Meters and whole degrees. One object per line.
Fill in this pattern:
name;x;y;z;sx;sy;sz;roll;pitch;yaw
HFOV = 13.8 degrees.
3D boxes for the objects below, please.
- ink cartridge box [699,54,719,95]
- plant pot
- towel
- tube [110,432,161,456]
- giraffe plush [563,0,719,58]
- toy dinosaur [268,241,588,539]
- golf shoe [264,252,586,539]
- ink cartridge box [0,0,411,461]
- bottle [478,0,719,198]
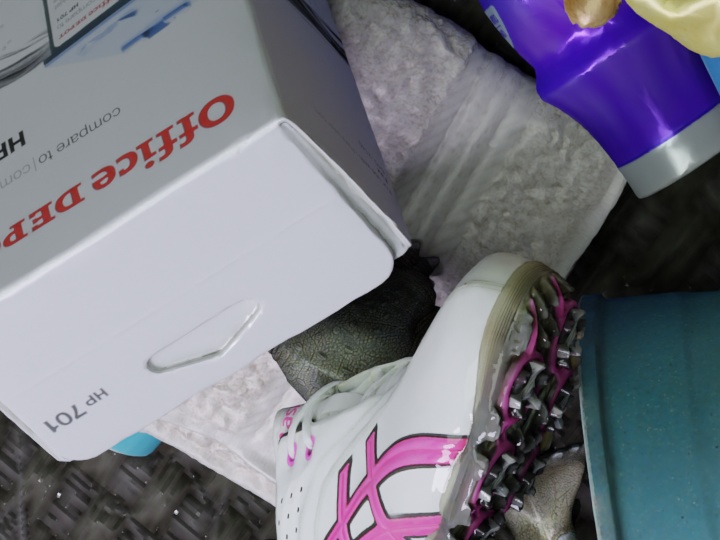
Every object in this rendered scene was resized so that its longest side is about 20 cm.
ink cartridge box;0.201;-0.131;0.997;0.199;0.067;0.117;-26;92;26
plant pot;0.182;0.091;1.005;0.187;0.200;0.201;-10;100;8
towel;0.000;0.000;1.104;0.132;0.035;0.200;29;109;-9
tube;-0.045;-0.017;1.141;0.077;0.050;0.200;39;110;2
giraffe plush;0.100;-0.159;0.922;0.173;0.199;0.163;49;132;43
toy dinosaur;0.016;0.032;1.043;0.200;0.102;0.077;35;107;-11
golf shoe;0.009;0.065;0.964;0.092;0.073;0.201;32;132;13
ink cartridge box;-0.082;-0.057;1.026;0.146;0.200;0.086;-31;133;12
bottle;0.063;-0.120;1.047;0.065;0.084;0.200;-33;93;5
